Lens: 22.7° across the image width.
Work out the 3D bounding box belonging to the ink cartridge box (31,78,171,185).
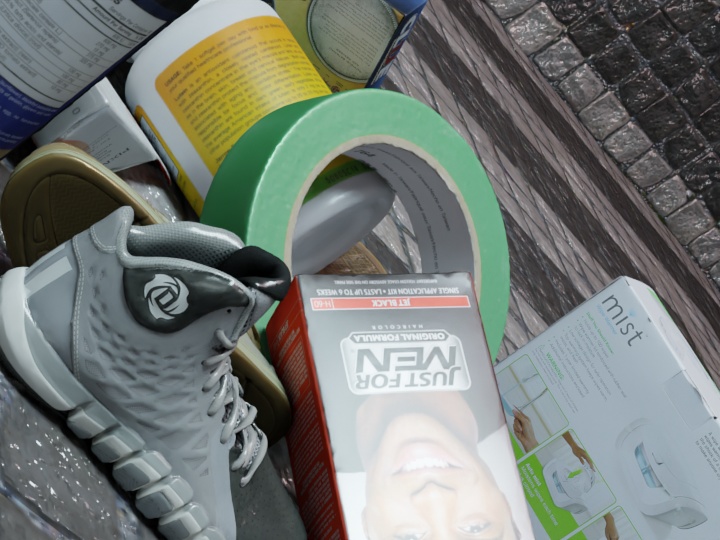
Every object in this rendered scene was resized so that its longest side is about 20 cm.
[{"bbox_3d":[-0.180,-0.122,1.006,0.163,0.050,0.200,56,-4,10],"label":"ink cartridge box"}]

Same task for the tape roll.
[{"bbox_3d":[0.000,0.000,1.008,0.200,0.048,0.202,4,85,-41],"label":"tape roll"}]

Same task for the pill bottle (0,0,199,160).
[{"bbox_3d":[-0.138,-0.144,0.824,0.112,0.200,0.112,49,15,-18],"label":"pill bottle"}]

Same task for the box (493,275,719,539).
[{"bbox_3d":[0.179,0.136,1.265,0.201,0.176,0.097,58,15,19],"label":"box"}]

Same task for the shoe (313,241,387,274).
[{"bbox_3d":[-0.054,-0.040,1.189,0.070,0.053,0.200,-19,64,-33],"label":"shoe"}]

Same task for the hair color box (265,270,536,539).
[{"bbox_3d":[0.022,0.101,0.880,0.101,0.061,0.201,-2,62,-22],"label":"hair color box"}]

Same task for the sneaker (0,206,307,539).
[{"bbox_3d":[-0.061,0.051,0.794,0.200,0.115,0.075,47,16,-27],"label":"sneaker"}]

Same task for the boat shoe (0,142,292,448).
[{"bbox_3d":[-0.105,0.011,0.856,0.200,0.074,0.066,57,6,-35],"label":"boat shoe"}]

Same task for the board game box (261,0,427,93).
[{"bbox_3d":[-0.069,-0.178,1.161,0.200,0.136,0.035,38,38,8],"label":"board game box"}]

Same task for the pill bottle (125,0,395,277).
[{"bbox_3d":[-0.075,-0.097,1.104,0.200,0.111,0.111,56,14,12],"label":"pill bottle"}]
